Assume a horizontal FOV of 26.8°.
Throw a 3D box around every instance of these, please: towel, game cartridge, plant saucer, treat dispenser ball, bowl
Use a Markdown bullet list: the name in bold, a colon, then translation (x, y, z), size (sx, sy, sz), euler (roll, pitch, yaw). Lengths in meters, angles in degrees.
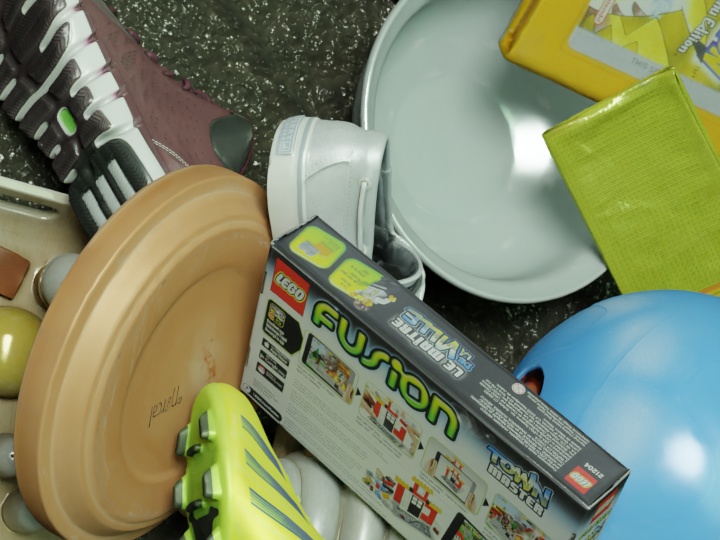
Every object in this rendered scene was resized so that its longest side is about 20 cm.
- **towel**: translation (0.184, -0.010, 0.865), size (0.086, 0.018, 0.201), euler (-28, 105, 6)
- **game cartridge**: translation (0.203, -0.156, 0.837), size (0.198, 0.033, 0.177), euler (22, 115, -18)
- **plant saucer**: translation (-0.094, 0.047, 0.757), size (0.200, 0.032, 0.202), euler (-44, 146, -40)
- **treat dispenser ball**: translation (0.162, 0.112, 0.796), size (0.199, 0.200, 0.203), euler (3, 84, -27)
- **bowl**: translation (0.071, -0.079, 0.893), size (0.199, 0.090, 0.203), euler (2, 85, -27)

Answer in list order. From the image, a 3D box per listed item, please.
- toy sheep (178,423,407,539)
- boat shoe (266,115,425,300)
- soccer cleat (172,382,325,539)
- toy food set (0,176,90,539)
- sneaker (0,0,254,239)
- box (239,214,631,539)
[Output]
- **toy sheep**: translation (-0.006, 0.149, 0.813), size (0.198, 0.138, 0.139), euler (20, 76, -17)
- **boat shoe**: translation (0.000, 0.000, 0.807), size (0.072, 0.068, 0.201), euler (-70, 159, -47)
- **soccer cleat**: translation (-0.034, 0.148, 0.728), size (0.083, 0.065, 0.202), euler (-8, 67, -26)
- **toy food set**: translation (-0.192, 0.054, 0.761), size (0.142, 0.060, 0.202), euler (15, 78, -26)
- **sneaker**: translation (-0.126, -0.097, 0.809), size (0.115, 0.076, 0.201), euler (-12, 70, -52)
- **box**: translation (0.028, 0.075, 0.727), size (0.200, 0.111, 0.035), euler (40, 48, 23)
